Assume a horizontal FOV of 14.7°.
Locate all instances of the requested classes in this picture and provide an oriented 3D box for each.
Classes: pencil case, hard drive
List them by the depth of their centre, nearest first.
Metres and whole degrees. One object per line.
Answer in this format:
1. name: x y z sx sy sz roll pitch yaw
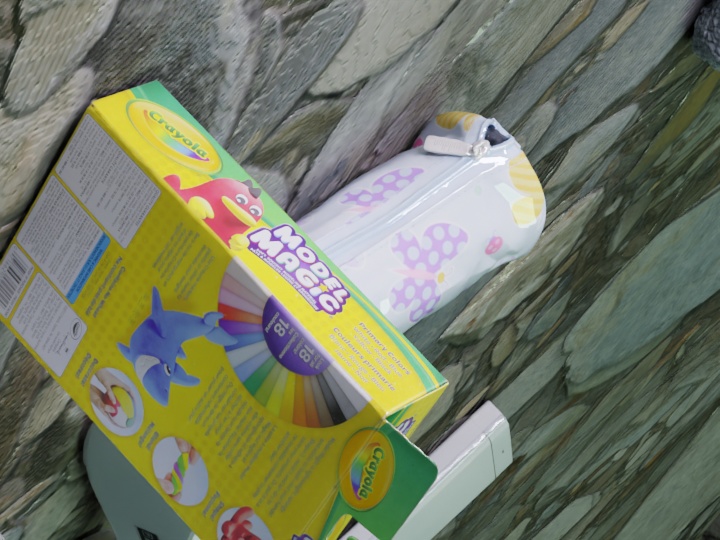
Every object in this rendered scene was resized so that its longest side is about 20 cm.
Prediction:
1. pencil case: 0.000 0.000 1.360 0.200 0.083 0.091 -36 176 -29
2. hard drive: 0.030 0.185 2.044 0.200 0.027 0.132 -42 165 -9

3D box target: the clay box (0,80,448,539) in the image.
1. clay box: -0.051 0.036 1.096 0.048 0.200 0.115 -26 157 -50

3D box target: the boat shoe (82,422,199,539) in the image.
1. boat shoe: -0.087 0.107 1.425 0.068 0.073 0.200 -58 155 -28

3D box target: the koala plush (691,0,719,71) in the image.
1. koala plush: 0.314 -0.121 1.645 0.177 0.200 0.184 -50 164 21

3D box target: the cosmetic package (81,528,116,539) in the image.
1. cosmetic package: -0.173 0.250 1.535 0.087 0.103 0.200 -24 153 -49

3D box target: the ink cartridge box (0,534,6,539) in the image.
1. ink cartridge box: -0.232 0.129 1.089 0.145 0.084 0.200 -44 165 0
